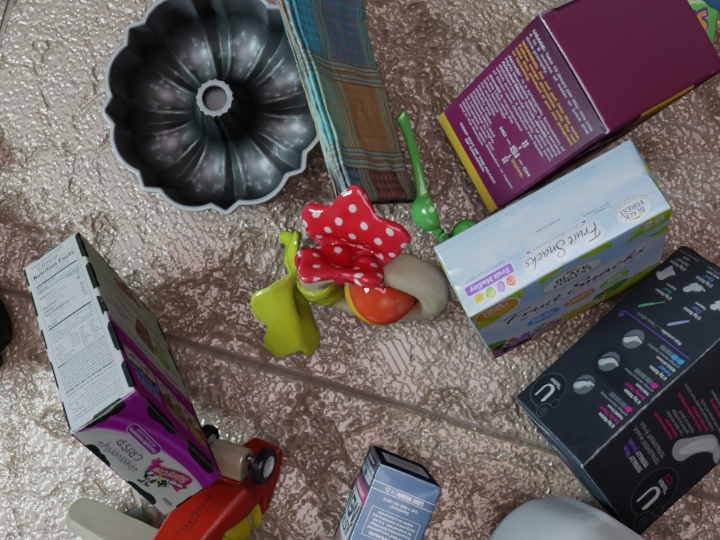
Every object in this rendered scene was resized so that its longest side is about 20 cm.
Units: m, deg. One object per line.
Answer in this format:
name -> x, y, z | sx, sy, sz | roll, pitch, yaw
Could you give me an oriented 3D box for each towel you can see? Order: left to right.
towel -> -0.009, -0.155, 0.864 | 0.022, 0.146, 0.202 | -18, 87, 27

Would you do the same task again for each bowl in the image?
bowl -> 0.210, 0.252, 0.807 | 0.199, 0.200, 0.075 | 33, 82, 0

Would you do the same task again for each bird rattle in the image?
bird rattle -> 0.000, 0.000, 0.838 | 0.162, 0.200, 0.114 | 16, 62, -25

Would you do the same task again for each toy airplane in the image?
toy airplane -> -0.139, 0.247, 0.833 | 0.197, 0.142, 0.201 | -15, 43, -11

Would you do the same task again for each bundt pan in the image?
bundt pan -> -0.126, -0.147, 0.895 | 0.199, 0.076, 0.204 | 0, 86, 1

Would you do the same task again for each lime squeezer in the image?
lime squeezer -> 0.092, -0.054, 0.901 | 0.199, 0.038, 0.071 | 37, 82, -12

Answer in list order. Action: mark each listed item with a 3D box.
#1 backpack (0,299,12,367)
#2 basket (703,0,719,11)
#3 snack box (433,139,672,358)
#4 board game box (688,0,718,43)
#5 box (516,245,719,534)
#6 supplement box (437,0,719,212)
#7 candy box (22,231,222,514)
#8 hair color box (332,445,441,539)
backpack -> -0.430, 0.045, 0.868 | 0.198, 0.127, 0.168 | -26, 90, 3
basket -> 0.292, -0.320, 0.829 | 0.177, 0.139, 0.200 | 48, 58, 3
snack box -> 0.159, -0.007, 0.809 | 0.168, 0.200, 0.068 | -29, 70, 6
board game box -> 0.286, -0.276, 0.918 | 0.094, 0.030, 0.202 | 10, 84, 2
box -> 0.252, 0.100, 0.836 | 0.200, 0.106, 0.122 | -41, 125, -2
supplement box -> 0.171, -0.144, 0.812 | 0.130, 0.200, 0.104 | -28, 86, -22
candy box -> -0.196, 0.080, 0.808 | 0.061, 0.137, 0.201 | -32, 45, -1
hair color box -> 0.001, 0.261, 0.856 | 0.060, 0.100, 0.202 | 22, 87, -3
